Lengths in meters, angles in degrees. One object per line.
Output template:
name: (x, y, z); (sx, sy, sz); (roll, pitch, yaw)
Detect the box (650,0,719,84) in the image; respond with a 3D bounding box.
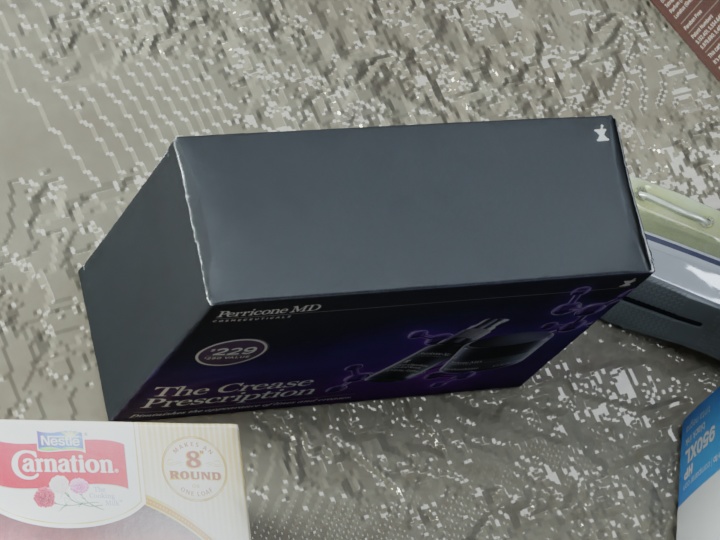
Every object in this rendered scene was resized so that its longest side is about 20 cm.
box: (0.173, -0.188, 1.400); (0.100, 0.075, 0.200); (-35, 81, -32)

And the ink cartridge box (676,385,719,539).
ink cartridge box: (0.215, 0.156, 1.241); (0.145, 0.084, 0.200); (16, 60, -15)

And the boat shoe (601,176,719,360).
boat shoe: (0.189, 0.011, 1.309); (0.200, 0.072, 0.062); (23, 61, -8)

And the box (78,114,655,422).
box: (0.000, 0.000, 1.193); (0.200, 0.141, 0.079); (-4, 67, -24)

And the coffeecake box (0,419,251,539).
coffeecake box: (-0.119, 0.162, 1.103); (0.153, 0.073, 0.200); (2, 64, -21)
